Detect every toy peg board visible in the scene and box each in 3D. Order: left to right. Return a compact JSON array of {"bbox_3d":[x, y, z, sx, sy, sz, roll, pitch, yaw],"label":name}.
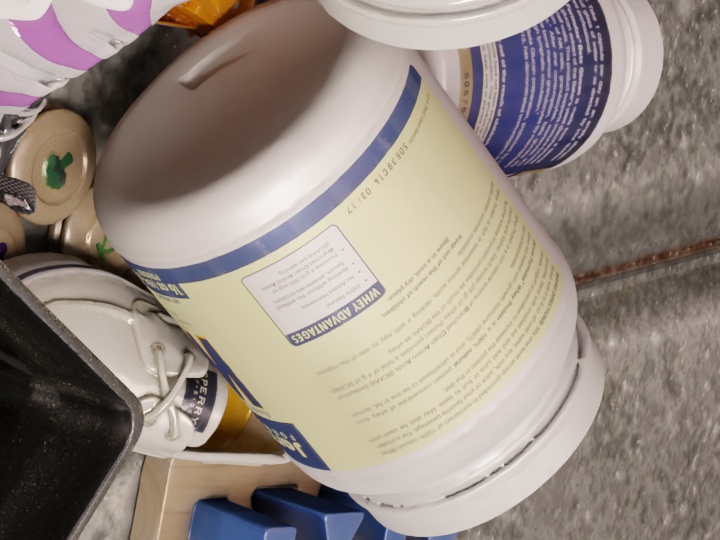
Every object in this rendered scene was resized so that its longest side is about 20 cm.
[{"bbox_3d":[-0.019,0.186,1.235,0.200,0.098,0.200,1,103,-53],"label":"toy peg board"}]

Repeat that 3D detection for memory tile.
[{"bbox_3d":[-0.147,0.009,1.068,0.153,0.017,0.200,-56,140,-21],"label":"memory tile"}]

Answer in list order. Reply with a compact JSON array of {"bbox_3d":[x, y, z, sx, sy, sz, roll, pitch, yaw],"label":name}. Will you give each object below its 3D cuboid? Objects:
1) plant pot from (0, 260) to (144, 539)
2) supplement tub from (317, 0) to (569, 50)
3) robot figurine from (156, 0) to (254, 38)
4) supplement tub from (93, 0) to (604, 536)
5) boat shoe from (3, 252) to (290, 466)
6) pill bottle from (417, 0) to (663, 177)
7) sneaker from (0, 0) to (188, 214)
[{"bbox_3d":[-0.228,0.061,0.850,0.200,0.177,0.200,-60,141,-18],"label":"plant pot"},{"bbox_3d":[0.021,-0.188,0.912,0.144,0.144,0.200,-52,151,-25],"label":"supplement tub"},{"bbox_3d":[-0.096,-0.170,1.026,0.200,0.058,0.145,31,79,-53],"label":"robot figurine"},{"bbox_3d":[0.000,0.000,1.059,0.145,0.145,0.200,-53,123,-25],"label":"supplement tub"},{"bbox_3d":[-0.088,0.046,1.085,0.200,0.070,0.071,29,81,-54],"label":"boat shoe"},{"bbox_3d":[0.055,-0.097,1.204,0.200,0.111,0.111,-11,112,-49],"label":"pill bottle"},{"bbox_3d":[-0.124,-0.077,0.953,0.078,0.200,0.140,-90,173,-50],"label":"sneaker"}]
